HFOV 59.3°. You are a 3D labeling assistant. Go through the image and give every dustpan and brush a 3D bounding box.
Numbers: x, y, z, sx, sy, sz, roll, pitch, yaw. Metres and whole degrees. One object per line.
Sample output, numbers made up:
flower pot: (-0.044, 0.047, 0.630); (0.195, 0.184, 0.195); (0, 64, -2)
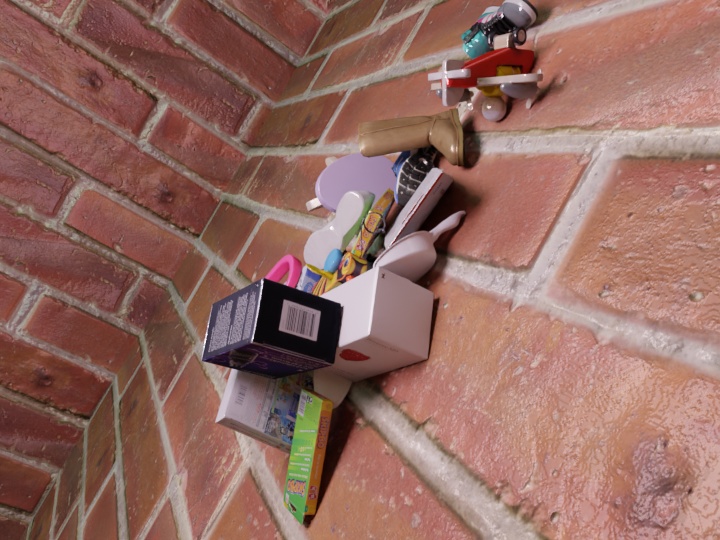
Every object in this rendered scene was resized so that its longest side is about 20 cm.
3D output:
dustpan and brush: (0.102, -0.036, 1.074); (0.199, 0.140, 0.057); (-27, 64, -3)

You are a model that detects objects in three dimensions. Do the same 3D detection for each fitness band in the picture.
fitness band: (-0.201, 0.051, 1.404); (0.200, 0.037, 0.144); (-46, 23, 23)

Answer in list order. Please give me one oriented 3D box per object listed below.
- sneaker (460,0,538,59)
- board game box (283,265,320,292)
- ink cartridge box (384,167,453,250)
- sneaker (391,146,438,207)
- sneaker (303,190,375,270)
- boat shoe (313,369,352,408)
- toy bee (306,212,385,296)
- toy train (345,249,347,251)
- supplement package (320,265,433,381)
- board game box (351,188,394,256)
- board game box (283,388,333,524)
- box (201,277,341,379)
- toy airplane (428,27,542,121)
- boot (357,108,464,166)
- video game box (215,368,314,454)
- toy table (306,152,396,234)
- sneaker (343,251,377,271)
sneaker: (0.264, -0.472, 1.261); (0.121, 0.083, 0.200); (-52, 16, 2)
board game box: (-0.172, 0.112, 1.366); (0.200, 0.043, 0.200); (-37, 29, 41)
ink cartridge box: (0.106, -0.103, 1.114); (0.163, 0.050, 0.200); (-55, 6, 9)
sneaker: (0.106, -0.198, 1.282); (0.089, 0.078, 0.201); (-46, 19, 51)
sneaker: (-0.034, -0.078, 1.270); (0.200, 0.075, 0.088); (-48, -12, 29)
boat shoe: (-0.049, 0.161, 1.158); (0.060, 0.072, 0.203); (120, 160, -59)
toy bee: (-0.031, 0.005, 1.101); (0.109, 0.130, 0.201); (-93, 13, -53)
toy train: (-0.055, 0.016, 1.353); (0.046, 0.034, 0.201); (-37, 26, 31)
supplement package: (0.008, 0.095, 1.042); (0.200, 0.121, 0.121); (-29, 44, 49)
board game box: (0.029, -0.095, 1.236); (0.200, 0.030, 0.096); (-63, -3, -66)
board game box: (-0.089, 0.307, 1.053); (0.095, 0.030, 0.202); (6, 83, 64)
box: (-0.147, 0.101, 1.023); (0.200, 0.147, 0.105); (-25, 52, 52)
toy airplane: (0.219, -0.328, 1.118); (0.198, 0.142, 0.200); (-13, 26, 15)
boot: (0.096, -0.242, 1.209); (0.198, 0.067, 0.176); (-7, 37, 7)
video game box: (-0.150, 0.214, 1.149); (0.047, 0.181, 0.201); (-38, 30, 44)
toy table: (-0.022, -0.177, 1.381); (0.117, 0.199, 0.185); (-24, 75, 63)
sneaker: (0.000, 0.000, 1.264); (0.084, 0.075, 0.200); (-39, 27, 2)
